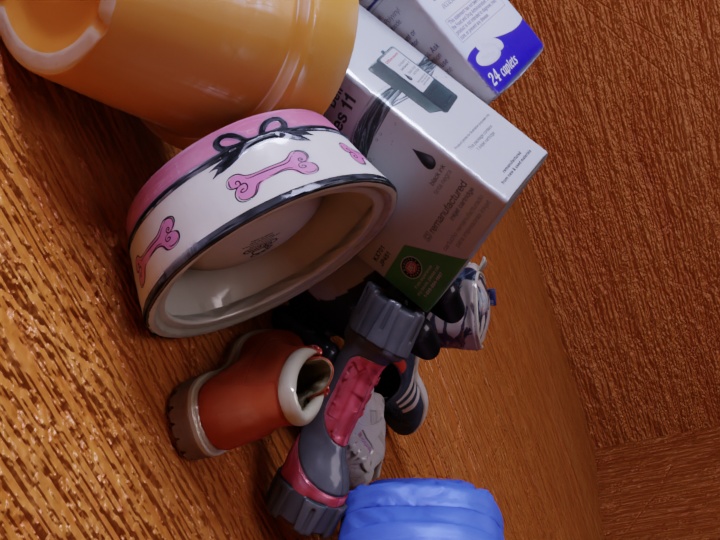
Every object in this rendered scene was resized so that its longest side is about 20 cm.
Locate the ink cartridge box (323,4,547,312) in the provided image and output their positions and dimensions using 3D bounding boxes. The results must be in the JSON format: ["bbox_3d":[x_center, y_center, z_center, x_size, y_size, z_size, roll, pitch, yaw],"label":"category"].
[{"bbox_3d":[0.023,-0.089,0.715,0.199,0.147,0.083,39,47,7],"label":"ink cartridge box"}]

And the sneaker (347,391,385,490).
[{"bbox_3d":[-0.010,0.154,0.857,0.200,0.074,0.101,47,34,-65],"label":"sneaker"}]

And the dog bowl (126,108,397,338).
[{"bbox_3d":[-0.076,-0.034,0.638,0.074,0.199,0.200,59,14,14],"label":"dog bowl"}]

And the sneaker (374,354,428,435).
[{"bbox_3d":[0.027,0.134,1.021,0.084,0.074,0.202,-44,144,-32],"label":"sneaker"}]

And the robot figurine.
[{"bbox_3d":[-0.001,0.000,0.831,0.150,0.199,0.126,-32,145,-44],"label":"robot figurine"}]

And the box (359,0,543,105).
[{"bbox_3d":[0.020,-0.200,0.773,0.200,0.183,0.105,49,50,-6],"label":"box"}]

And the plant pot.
[{"bbox_3d":[-0.131,-0.182,0.597,0.182,0.198,0.203,-4,80,-56],"label":"plant pot"}]

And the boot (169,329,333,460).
[{"bbox_3d":[-0.061,0.087,0.715,0.200,0.106,0.076,-45,116,-73],"label":"boot"}]

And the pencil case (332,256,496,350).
[{"bbox_3d":[0.037,0.030,0.922,0.078,0.197,0.091,46,50,-62],"label":"pencil case"}]

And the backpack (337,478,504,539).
[{"bbox_3d":[0.047,0.262,0.782,0.202,0.160,0.169,83,4,-45],"label":"backpack"}]

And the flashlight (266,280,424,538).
[{"bbox_3d":[-0.009,0.116,0.735,0.202,0.067,0.068,-63,-172,7],"label":"flashlight"}]
